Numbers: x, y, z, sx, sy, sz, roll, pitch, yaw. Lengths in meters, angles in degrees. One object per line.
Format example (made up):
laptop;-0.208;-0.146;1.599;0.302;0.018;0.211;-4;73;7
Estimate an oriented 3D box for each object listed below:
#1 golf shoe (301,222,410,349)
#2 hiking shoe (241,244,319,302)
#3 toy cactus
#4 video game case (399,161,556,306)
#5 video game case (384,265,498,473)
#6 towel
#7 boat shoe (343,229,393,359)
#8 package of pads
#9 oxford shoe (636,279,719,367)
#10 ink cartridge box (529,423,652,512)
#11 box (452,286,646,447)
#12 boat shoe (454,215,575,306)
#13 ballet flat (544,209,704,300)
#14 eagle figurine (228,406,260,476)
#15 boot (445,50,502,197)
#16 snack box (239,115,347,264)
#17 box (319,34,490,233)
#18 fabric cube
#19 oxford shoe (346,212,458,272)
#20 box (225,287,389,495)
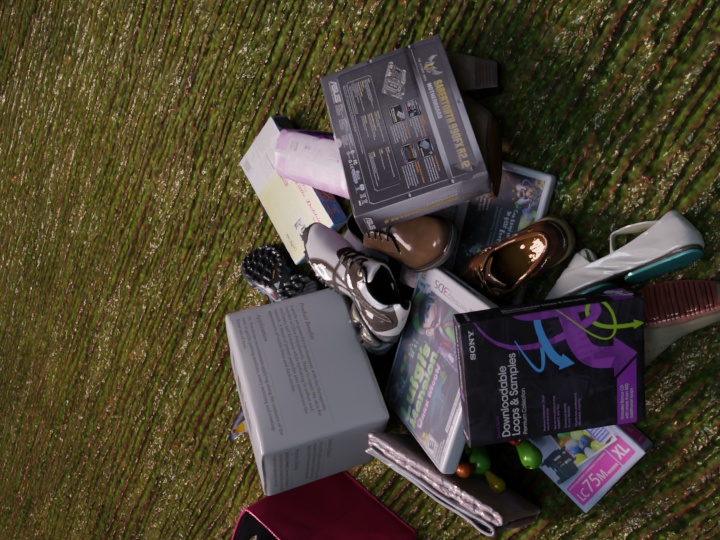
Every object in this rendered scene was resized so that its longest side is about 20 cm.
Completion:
golf shoe;0.000;0.000;0.885;0.201;0.077;0.095;52;136;17
hiking shoe;-0.125;0.032;1.075;0.200;0.074;0.087;38;158;45
toy cactus;0.144;0.178;0.854;0.199;0.101;0.168;11;94;61
video game case;0.148;-0.050;0.892;0.180;0.023;0.203;23;110;32
video game case;0.095;0.110;0.829;0.182;0.023;0.203;-137;58;-63
towel;0.120;0.270;0.867;0.198;0.190;0.033;27;90;31
boat shoe;0.017;0.028;0.970;0.072;0.068;0.202;-14;66;0
package of pads;-0.013;-0.143;0.921;0.198;0.120;0.077;21;107;39
oxford shoe;0.325;0.069;0.765;0.198;0.071;0.074;-22;112;34
ink cartridge box;0.245;0.187;0.848;0.200;0.042;0.120;45;122;25
box;0.202;0.104;0.718;0.196;0.036;0.145;-8;106;0
boat shoe;0.167;0.002;0.827;0.200;0.067;0.073;-39;75;36
ballet flat;0.289;-0.006;0.776;0.199;0.069;0.070;-30;80;32
eagle figurine;-0.146;0.246;1.116;0.201;0.148;0.154;103;173;-53
boot;0.103;-0.183;0.851;0.144;0.070;0.203;-2;72;21
snack box;-0.108;-0.125;1.053;0.116;0.037;0.202;-42;73;42
box;0.048;-0.162;0.790;0.156;0.048;0.203;-18;67;7
fabric cube;-0.067;0.450;1.025;0.199;0.198;0.199;31;116;28
oxford shoe;0.045;-0.045;0.858;0.199;0.084;0.074;9;81;57
box;-0.079;0.168;0.933;0.201;0.169;0.201;99;153;-58
